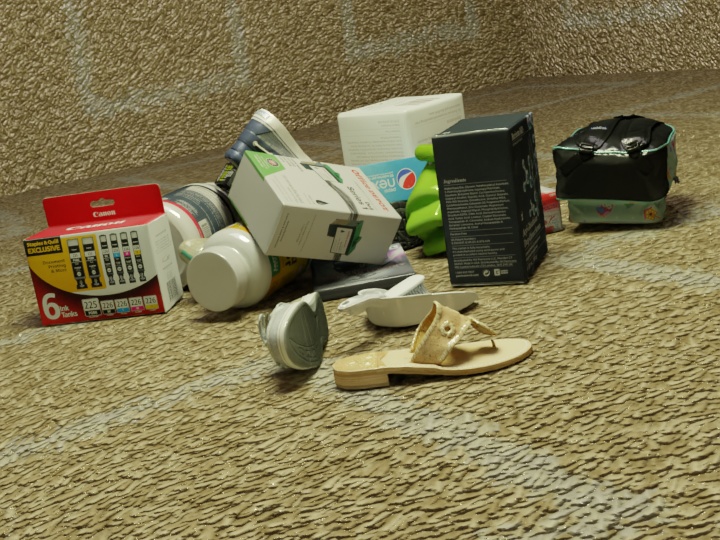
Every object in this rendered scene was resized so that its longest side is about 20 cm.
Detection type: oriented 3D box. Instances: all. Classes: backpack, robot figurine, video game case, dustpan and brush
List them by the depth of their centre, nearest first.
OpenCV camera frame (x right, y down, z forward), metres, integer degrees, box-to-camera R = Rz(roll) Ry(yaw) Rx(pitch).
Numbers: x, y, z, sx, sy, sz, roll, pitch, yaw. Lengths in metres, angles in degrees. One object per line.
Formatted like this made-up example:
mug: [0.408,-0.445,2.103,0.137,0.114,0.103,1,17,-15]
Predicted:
dustpan and brush: [0.037,0.037,1.227,0.138,0.058,0.199,1,17,36]
video game case: [0.000,0.000,1.490,0.141,0.019,0.200,-10,13,-2]
backpack: [0.389,-0.154,1.551,0.174,0.155,0.200,-1,26,24]
robot figurine: [0.140,-0.115,1.571,0.115,0.176,0.201,-24,26,43]

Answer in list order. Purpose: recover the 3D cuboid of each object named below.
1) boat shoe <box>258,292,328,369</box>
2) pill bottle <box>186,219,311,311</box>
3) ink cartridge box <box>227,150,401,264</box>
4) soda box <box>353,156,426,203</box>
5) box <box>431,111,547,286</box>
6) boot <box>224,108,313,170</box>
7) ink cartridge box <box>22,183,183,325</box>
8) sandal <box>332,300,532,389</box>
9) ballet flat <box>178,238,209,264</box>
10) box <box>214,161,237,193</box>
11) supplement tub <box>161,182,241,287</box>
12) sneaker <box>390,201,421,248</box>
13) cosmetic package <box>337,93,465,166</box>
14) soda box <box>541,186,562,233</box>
boat shoe: [-0.080,0.069,1.165,0.064,0.075,0.202,-14,9,8]
pill bottle: [-0.156,-0.014,1.450,0.112,0.114,0.200,-2,15,26]
ink cartridge box: [-0.063,-0.086,1.441,0.198,0.085,0.146,4,34,-36]
soda box: [0.030,-0.136,1.659,0.198,0.069,0.064,-12,0,-18]
box: [0.175,-0.098,1.376,0.106,0.203,0.148,-4,15,23]
boot: [-0.116,-0.138,1.516,0.091,0.200,0.073,-51,37,-11]
ink cartridge box: [-0.378,-0.024,1.507,0.197,0.178,0.084,-7,14,12]
sandal: [0.072,0.068,1.061,0.209,0.071,0.078,-10,14,-1]
ballet flat: [-0.205,-0.031,1.558,0.062,0.068,0.200,27,10,20]
box: [-0.128,-0.100,1.632,0.199,0.045,0.160,33,-4,-16]
supplement tub: [-0.278,-0.060,1.654,0.139,0.142,0.200,-4,15,21]
sneaker: [0.076,-0.076,1.655,0.198,0.077,0.090,-8,4,-35]
cosmetic package: [0.083,-0.196,1.825,0.165,0.203,0.167,4,19,42]
soda box: [0.243,-0.102,1.636,0.069,0.064,0.200,-13,15,-15]
